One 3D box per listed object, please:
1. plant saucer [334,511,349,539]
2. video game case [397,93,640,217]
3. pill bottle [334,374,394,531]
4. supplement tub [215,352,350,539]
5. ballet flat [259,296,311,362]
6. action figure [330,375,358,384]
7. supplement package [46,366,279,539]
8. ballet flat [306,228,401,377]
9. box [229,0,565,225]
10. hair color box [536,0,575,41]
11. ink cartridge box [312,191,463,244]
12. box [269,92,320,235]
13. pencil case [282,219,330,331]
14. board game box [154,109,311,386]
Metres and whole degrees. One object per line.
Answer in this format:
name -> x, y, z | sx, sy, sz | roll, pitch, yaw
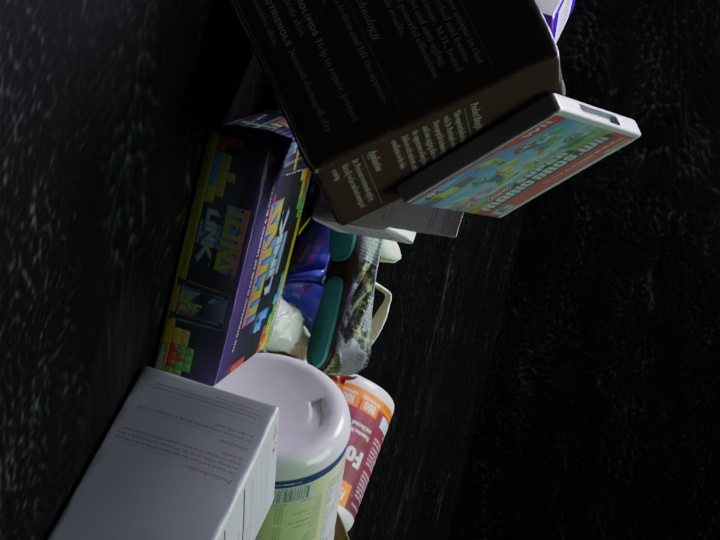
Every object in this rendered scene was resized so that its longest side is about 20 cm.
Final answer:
plant saucer -> -0.075, 0.248, 1.933 | 0.035, 0.200, 0.200 | -24, 143, -27
video game case -> 0.128, -0.087, 1.581 | 0.200, 0.143, 0.017 | 5, 57, -65
pill bottle -> -0.047, 0.212, 2.128 | 0.114, 0.114, 0.200 | 86, 22, -64
supplement tub -> -0.089, 0.188, 1.762 | 0.145, 0.145, 0.200 | -62, 165, -49
ballet flat -> -0.077, 0.052, 1.838 | 0.200, 0.069, 0.069 | 59, 49, -77
action figure -> -0.054, 0.127, 1.935 | 0.200, 0.099, 0.065 | 65, 36, -84
supplement package -> -0.149, 0.193, 1.518 | 0.117, 0.117, 0.200 | 97, 15, -47
ballet flat -> 0.000, 0.000, 1.836 | 0.072, 0.072, 0.200 | 23, 77, -80
box -> 0.030, -0.162, 1.513 | 0.166, 0.200, 0.164 | 65, -1, -75
hair color box -> 0.092, -0.263, 1.848 | 0.109, 0.200, 0.065 | -63, 164, -47
ink cartridge box -> 0.059, -0.122, 1.736 | 0.045, 0.176, 0.200 | 26, 79, -44
box -> -0.036, -0.153, 1.772 | 0.160, 0.049, 0.200 | -53, 158, -58
pencil case -> -0.020, -0.031, 1.970 | 0.087, 0.078, 0.200 | -48, -165, 53
board game box -> -0.096, -0.022, 1.632 | 0.165, 0.057, 0.200 | -43, 148, -74
